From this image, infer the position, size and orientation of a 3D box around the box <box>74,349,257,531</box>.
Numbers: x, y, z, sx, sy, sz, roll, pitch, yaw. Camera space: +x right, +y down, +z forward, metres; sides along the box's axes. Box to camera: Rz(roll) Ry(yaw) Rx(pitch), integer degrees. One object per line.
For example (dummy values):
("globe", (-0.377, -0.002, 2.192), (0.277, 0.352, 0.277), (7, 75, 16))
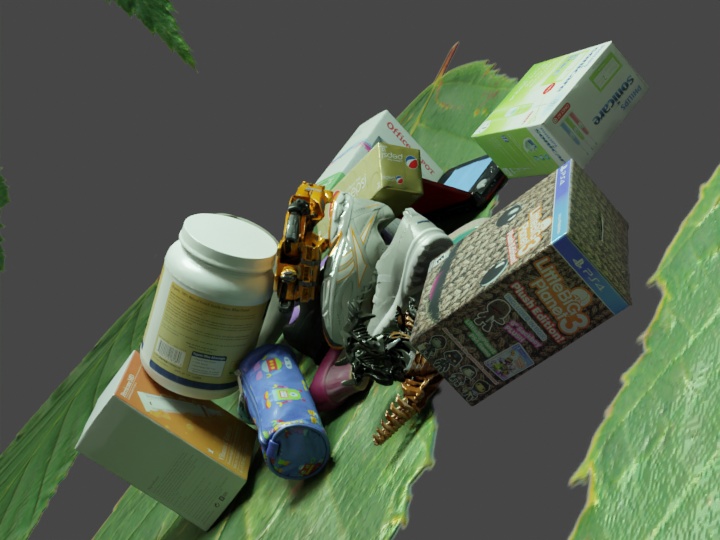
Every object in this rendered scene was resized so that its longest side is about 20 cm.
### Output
("box", (-0.244, 0.216, 1.441), (0.098, 0.199, 0.125), (-51, 13, 19))

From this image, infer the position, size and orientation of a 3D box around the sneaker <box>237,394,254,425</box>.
("sneaker", (-0.129, 0.182, 1.531), (0.087, 0.077, 0.200), (-55, 7, 11))

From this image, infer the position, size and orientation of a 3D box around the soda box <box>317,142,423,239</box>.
("soda box", (0.009, -0.095, 1.517), (0.200, 0.063, 0.068), (140, 131, -56))

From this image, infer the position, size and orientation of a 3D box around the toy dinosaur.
("toy dinosaur", (0.049, 0.090, 1.221), (0.134, 0.103, 0.200), (11, 35, 17))

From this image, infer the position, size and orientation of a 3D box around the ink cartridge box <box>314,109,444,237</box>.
("ink cartridge box", (0.021, -0.128, 1.767), (0.087, 0.145, 0.201), (-24, 25, 50))

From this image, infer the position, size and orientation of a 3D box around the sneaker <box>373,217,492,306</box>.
("sneaker", (0.090, 0.012, 1.366), (0.199, 0.071, 0.080), (-37, 14, 25))

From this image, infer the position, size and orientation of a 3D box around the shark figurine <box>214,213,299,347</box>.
("shark figurine", (-0.120, 0.003, 1.529), (0.127, 0.216, 0.089), (-22, 18, -12))

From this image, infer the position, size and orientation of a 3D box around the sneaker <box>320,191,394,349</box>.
("sneaker", (0.000, 0.000, 1.395), (0.076, 0.091, 0.202), (93, -176, -74))

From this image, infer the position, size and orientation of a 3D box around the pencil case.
("pencil case", (-0.097, 0.164, 1.351), (0.200, 0.086, 0.079), (-121, 39, -58))

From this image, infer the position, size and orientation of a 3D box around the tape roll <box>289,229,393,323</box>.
("tape roll", (-0.021, 0.026, 1.633), (0.200, 0.066, 0.200), (-41, 15, 13))

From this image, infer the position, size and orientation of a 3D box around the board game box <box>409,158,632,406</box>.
("board game box", (0.162, 0.012, 1.130), (0.199, 0.097, 0.160), (-37, 17, 28))

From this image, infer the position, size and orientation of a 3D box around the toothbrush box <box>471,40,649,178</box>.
("toothbrush box", (0.255, -0.204, 1.468), (0.146, 0.086, 0.200), (-48, 17, -12))

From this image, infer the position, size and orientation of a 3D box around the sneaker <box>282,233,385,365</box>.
("sneaker", (-0.036, 0.023, 1.495), (0.090, 0.076, 0.201), (22, 71, 29))

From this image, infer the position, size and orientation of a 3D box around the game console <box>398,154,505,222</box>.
("game console", (0.103, -0.136, 1.626), (0.173, 0.119, 0.200), (-52, 17, -23))

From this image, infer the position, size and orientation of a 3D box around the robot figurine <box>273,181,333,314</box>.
("robot figurine", (-0.071, -0.032, 1.422), (0.200, 0.058, 0.146), (-83, -1, -65))

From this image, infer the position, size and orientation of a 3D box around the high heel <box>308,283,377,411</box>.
("high heel", (-0.017, 0.093, 1.442), (0.096, 0.068, 0.201), (-28, 23, 36))

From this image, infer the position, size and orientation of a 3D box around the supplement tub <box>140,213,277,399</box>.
("supplement tub", (-0.190, 0.044, 1.429), (0.145, 0.143, 0.202), (-86, 14, -68))

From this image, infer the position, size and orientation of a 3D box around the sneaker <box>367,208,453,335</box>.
("sneaker", (0.052, 0.017, 1.330), (0.082, 0.074, 0.201), (58, 136, 39))
